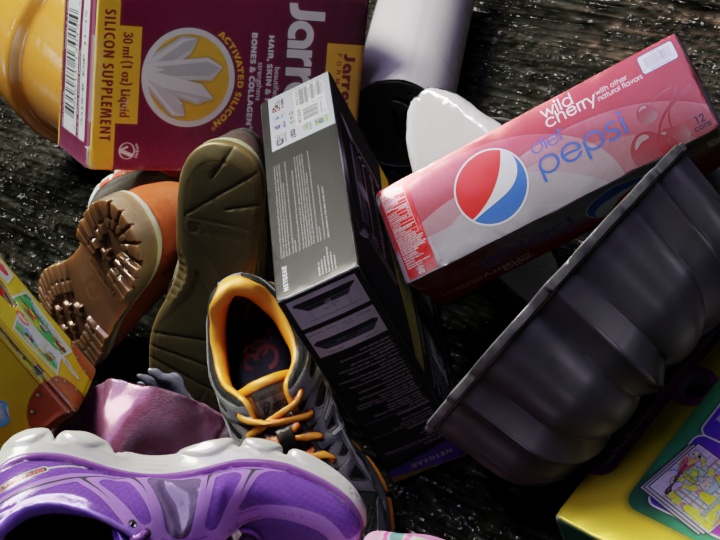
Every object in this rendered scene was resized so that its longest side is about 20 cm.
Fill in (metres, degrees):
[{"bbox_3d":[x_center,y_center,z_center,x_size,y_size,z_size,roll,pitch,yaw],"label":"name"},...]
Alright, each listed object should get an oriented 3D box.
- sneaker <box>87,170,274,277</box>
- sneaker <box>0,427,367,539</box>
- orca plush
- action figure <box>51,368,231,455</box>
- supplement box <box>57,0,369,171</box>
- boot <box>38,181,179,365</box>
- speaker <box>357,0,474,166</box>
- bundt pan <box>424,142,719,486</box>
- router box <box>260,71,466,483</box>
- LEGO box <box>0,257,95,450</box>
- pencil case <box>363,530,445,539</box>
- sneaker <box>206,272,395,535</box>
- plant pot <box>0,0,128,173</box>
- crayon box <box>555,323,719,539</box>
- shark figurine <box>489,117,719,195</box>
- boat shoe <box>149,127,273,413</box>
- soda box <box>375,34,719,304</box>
[{"bbox_3d":[-0.129,-0.029,1.020,0.197,0.077,0.083,0,50,31],"label":"sneaker"},{"bbox_3d":[-0.094,0.137,0.697,0.197,0.082,0.084,4,27,-7],"label":"sneaker"},{"bbox_3d":[0.102,-0.033,0.893,0.200,0.071,0.106,42,102,29],"label":"orca plush"},{"bbox_3d":[-0.146,0.167,0.808,0.147,0.134,0.202,14,51,-18],"label":"action figure"},{"bbox_3d":[-0.106,-0.139,0.982,0.197,0.133,0.103,-1,14,-24],"label":"supplement box"},{"bbox_3d":[-0.153,0.000,0.963,0.107,0.076,0.200,-29,-8,-40],"label":"boot"},{"bbox_3d":[0.043,-0.173,1.081,0.080,0.082,0.202,-9,41,21],"label":"speaker"},{"bbox_3d":[0.126,0.034,0.726,0.076,0.202,0.202,43,68,7],"label":"bundt pan"},{"bbox_3d":[0.000,0.000,0.837,0.052,0.158,0.201,-23,37,11],"label":"router box"},{"bbox_3d":[-0.275,0.037,0.795,0.148,0.201,0.077,-36,14,7],"label":"LEGO box"},{"bbox_3d":[-0.008,0.216,0.653,0.087,0.088,0.201,8,49,36],"label":"pencil case"},{"bbox_3d":[-0.042,0.091,0.774,0.077,0.077,0.202,-26,71,0],"label":"sneaker"},{"bbox_3d":[-0.180,-0.161,1.122,0.199,0.201,0.183,-35,54,-12],"label":"plant pot"},{"bbox_3d":[0.224,0.099,0.677,0.171,0.059,0.200,23,59,43],"label":"crayon box"},{"bbox_3d":[0.184,-0.066,0.871,0.127,0.090,0.214,-35,40,-14],"label":"shark figurine"},{"bbox_3d":[-0.086,0.007,0.877,0.071,0.204,0.066,16,26,12],"label":"boat shoe"},{"bbox_3d":[0.112,-0.055,0.811,0.198,0.070,0.064,-26,71,15],"label":"soda box"}]
